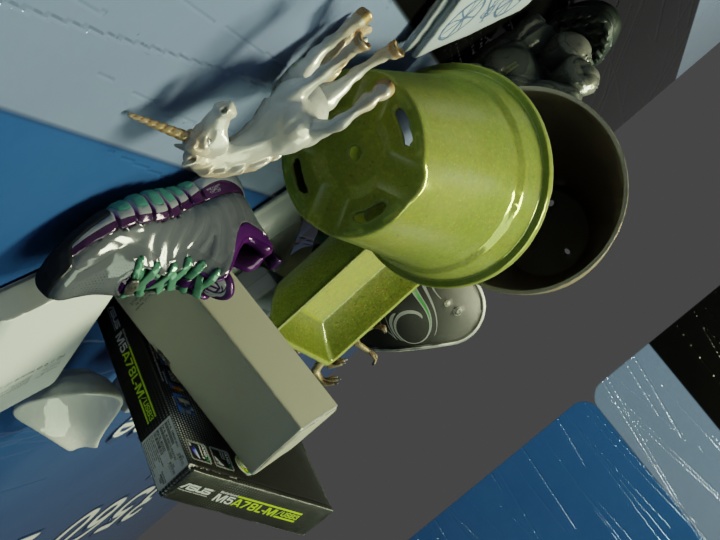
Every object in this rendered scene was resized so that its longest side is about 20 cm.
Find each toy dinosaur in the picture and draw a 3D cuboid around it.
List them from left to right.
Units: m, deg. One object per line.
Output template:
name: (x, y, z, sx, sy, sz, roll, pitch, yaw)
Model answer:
toy dinosaur: (-0.043, 0.070, 1.355, 0.198, 0.102, 0.058, -21, -161, -4)

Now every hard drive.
hard drive: (-0.261, 0.057, 0.959, 0.131, 0.027, 0.200, -31, 168, -45)

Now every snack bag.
snack bag: (0.138, -0.266, 1.020, 0.188, 0.021, 0.200, -32, 169, -45)

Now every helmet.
helmet: (0.063, -0.014, 1.434, 0.197, 0.193, 0.200, -9, -173, 1)

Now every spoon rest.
spoon rest: (-0.269, 0.135, 1.163, 0.098, 0.061, 0.200, -7, 168, -7)

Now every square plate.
square plate: (-0.130, 0.001, 1.228, 0.199, 0.029, 0.198, -36, 170, -20)

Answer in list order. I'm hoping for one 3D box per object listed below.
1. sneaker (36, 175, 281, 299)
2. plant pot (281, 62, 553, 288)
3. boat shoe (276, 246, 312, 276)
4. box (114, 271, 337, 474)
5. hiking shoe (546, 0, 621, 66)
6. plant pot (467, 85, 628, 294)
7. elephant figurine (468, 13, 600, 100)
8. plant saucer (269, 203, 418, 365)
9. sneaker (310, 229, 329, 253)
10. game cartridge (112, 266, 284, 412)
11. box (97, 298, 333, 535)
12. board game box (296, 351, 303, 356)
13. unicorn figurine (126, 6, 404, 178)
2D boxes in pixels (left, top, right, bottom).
sneaker: (-0.136, -0.010, 0.888, 0.199, 0.088, 0.074, -31, 168, -47)
plant pot: (0.035, -0.086, 1.018, 0.200, 0.201, 0.184, -42, 160, 21)
boat shoe: (-0.114, 0.048, 1.380, 0.201, 0.074, 0.063, -37, 174, -6)
box: (-0.114, 0.065, 1.032, 0.068, 0.201, 0.082, -42, 171, 23)
hiking shoe: (0.247, -0.267, 1.354, 0.087, 0.074, 0.200, -45, -178, -9)
plant pot: (0.167, -0.055, 1.186, 0.187, 0.188, 0.200, -40, 163, 4)
elephant figurine: (0.163, -0.154, 1.287, 0.142, 0.154, 0.201, -59, 174, -31)
plant saucer: (0.000, 0.000, 1.239, 0.200, 0.048, 0.200, -42, 161, 3)
sneaker: (-0.008, -0.080, 1.287, 0.201, 0.074, 0.088, 117, -10, -51)
game cartridge: (-0.159, 0.069, 1.242, 0.199, 0.041, 0.133, -40, 175, 2)
box: (-0.128, 0.127, 1.088, 0.047, 0.201, 0.192, -42, 141, 18)
board game box: (-0.130, 0.099, 1.485, 0.135, 0.035, 0.199, -32, -170, -40)
unicorn figurine: (-0.044, -0.114, 0.827, 0.137, 0.074, 0.200, -31, 180, 19)
